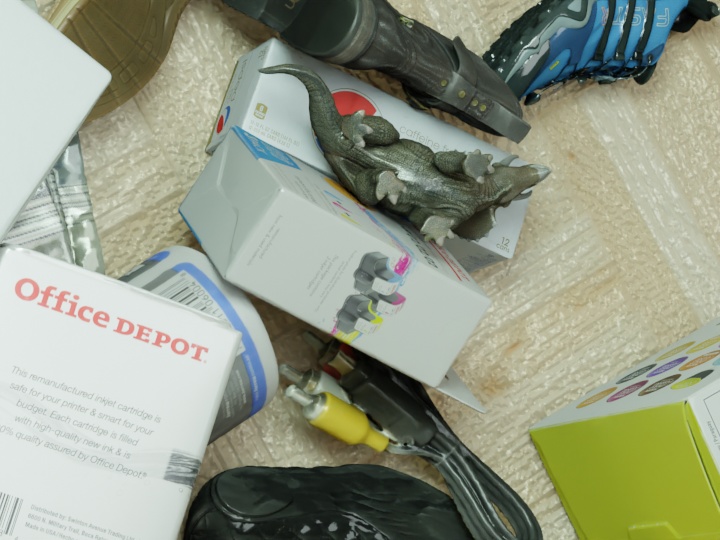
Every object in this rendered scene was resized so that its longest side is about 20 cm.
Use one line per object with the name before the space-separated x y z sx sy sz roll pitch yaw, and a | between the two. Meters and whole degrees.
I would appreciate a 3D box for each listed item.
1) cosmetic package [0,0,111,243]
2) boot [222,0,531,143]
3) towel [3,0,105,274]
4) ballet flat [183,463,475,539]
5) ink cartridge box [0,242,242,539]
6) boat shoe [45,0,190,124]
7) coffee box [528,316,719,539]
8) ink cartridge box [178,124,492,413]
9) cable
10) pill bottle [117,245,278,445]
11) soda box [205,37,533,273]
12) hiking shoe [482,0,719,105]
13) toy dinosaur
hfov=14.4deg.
cosmetic package | -0.271 -0.076 1.560 0.167 0.200 0.167 39 70 -16
boot | 0.003 -0.153 1.789 0.174 0.200 0.069 23 109 -45
towel | -0.255 -0.062 1.687 0.199 0.035 0.193 -13 86 -27
ballet flat | -0.017 0.156 1.762 0.199 0.057 0.067 10 48 -28
ink cartridge box | -0.168 0.102 1.549 0.145 0.084 0.201 20 82 -17
boat shoe | -0.150 -0.160 1.732 0.200 0.064 0.071 -53 126 -31
coffee box | 0.264 0.138 1.803 0.197 0.200 0.201 -27 94 -26
ink cartridge box | 0.000 0.000 1.718 0.200 0.115 0.068 29 101 -27
cable | 0.034 0.107 1.787 0.200 0.050 0.097 44 31 -16
pill bottle | -0.156 0.081 1.664 0.200 0.114 0.114 -33 95 -26
soda box | 0.008 -0.070 1.796 0.199 0.064 0.068 25 71 -20
hiking shoe | 0.158 -0.152 1.874 0.200 0.074 0.087 -40 98 -25
toy dinosaur | 0.019 -0.061 1.721 0.199 0.102 0.077 19 87 -12
